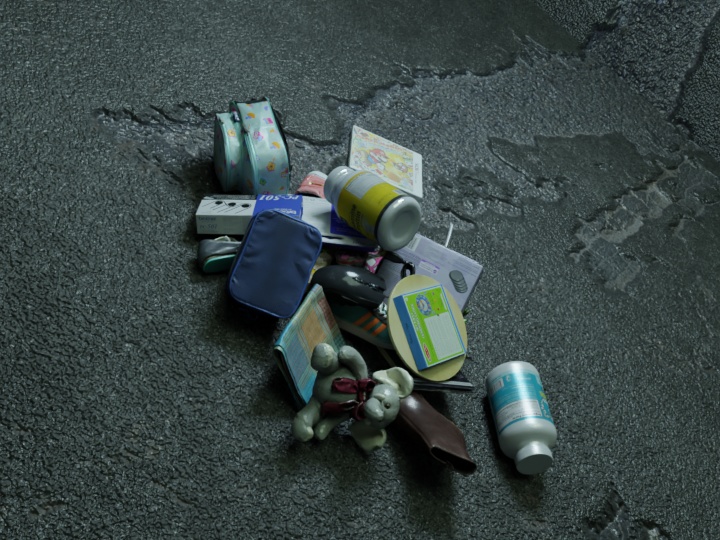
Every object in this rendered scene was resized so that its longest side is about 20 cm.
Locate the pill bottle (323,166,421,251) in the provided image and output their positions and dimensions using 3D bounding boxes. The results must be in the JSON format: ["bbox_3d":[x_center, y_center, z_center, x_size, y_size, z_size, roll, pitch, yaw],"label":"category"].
[{"bbox_3d":[0.018,-0.128,1.644,0.111,0.114,0.199,-11,35,-41],"label":"pill bottle"}]

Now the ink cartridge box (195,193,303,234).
[{"bbox_3d":[-0.212,-0.110,1.627,0.196,0.045,0.094,1,30,0],"label":"ink cartridge box"}]

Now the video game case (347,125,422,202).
[{"bbox_3d":[0.063,-0.265,2.077,0.197,0.023,0.183,21,40,-15],"label":"video game case"}]

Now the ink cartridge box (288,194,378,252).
[{"bbox_3d":[-0.064,-0.086,1.702,0.195,0.044,0.201,8,28,-5],"label":"ink cartridge box"}]

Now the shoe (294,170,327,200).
[{"bbox_3d":[-0.048,-0.140,1.834,0.198,0.072,0.091,28,40,2],"label":"shoe"}]

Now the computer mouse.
[{"bbox_3d":[0.014,0.007,1.574,0.197,0.046,0.142,17,61,-1],"label":"computer mouse"}]

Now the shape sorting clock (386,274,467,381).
[{"bbox_3d":[0.123,0.106,1.553,0.198,0.039,0.203,22,57,-37],"label":"shape sorting clock"}]

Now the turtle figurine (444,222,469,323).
[{"bbox_3d":[0.175,0.019,1.762,0.198,0.144,0.195,-14,63,-39],"label":"turtle figurine"}]

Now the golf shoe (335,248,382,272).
[{"bbox_3d":[0.000,0.000,1.726,0.072,0.094,0.199,10,12,25],"label":"golf shoe"}]

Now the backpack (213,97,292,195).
[{"bbox_3d":[-0.222,-0.233,1.726,0.151,0.177,0.201,-16,56,-24],"label":"backpack"}]

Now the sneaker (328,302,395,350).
[{"bbox_3d":[0.027,0.087,1.600,0.197,0.081,0.071,21,23,6],"label":"sneaker"}]

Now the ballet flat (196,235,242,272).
[{"bbox_3d":[-0.222,-0.037,1.604,0.198,0.073,0.074,-3,50,-34],"label":"ballet flat"}]

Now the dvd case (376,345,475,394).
[{"bbox_3d":[0.112,0.171,1.603,0.147,0.016,0.200,9,22,-28],"label":"dvd case"}]

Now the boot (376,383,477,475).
[{"bbox_3d":[0.105,0.268,1.456,0.198,0.073,0.166,31,5,-14],"label":"boot"}]

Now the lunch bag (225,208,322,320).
[{"bbox_3d":[-0.162,-0.005,1.524,0.134,0.202,0.132,24,-3,-11],"label":"lunch bag"}]

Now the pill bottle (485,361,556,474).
[{"bbox_3d":[0.309,0.282,1.603,0.109,0.111,0.202,14,43,-22],"label":"pill bottle"}]

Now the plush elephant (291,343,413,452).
[{"bbox_3d":[-0.003,0.218,1.405,0.153,0.167,0.200,19,4,17],"label":"plush elephant"}]

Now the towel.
[{"bbox_3d":[-0.085,0.136,1.484,0.148,0.021,0.201,68,30,-25],"label":"towel"}]

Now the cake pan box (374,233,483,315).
[{"bbox_3d":[0.119,0.034,1.666,0.198,0.052,0.186,25,80,12],"label":"cake pan box"}]

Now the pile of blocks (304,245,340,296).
[{"bbox_3d":[-0.099,-0.004,1.665,0.081,0.063,0.201,19,31,2],"label":"pile of blocks"}]
